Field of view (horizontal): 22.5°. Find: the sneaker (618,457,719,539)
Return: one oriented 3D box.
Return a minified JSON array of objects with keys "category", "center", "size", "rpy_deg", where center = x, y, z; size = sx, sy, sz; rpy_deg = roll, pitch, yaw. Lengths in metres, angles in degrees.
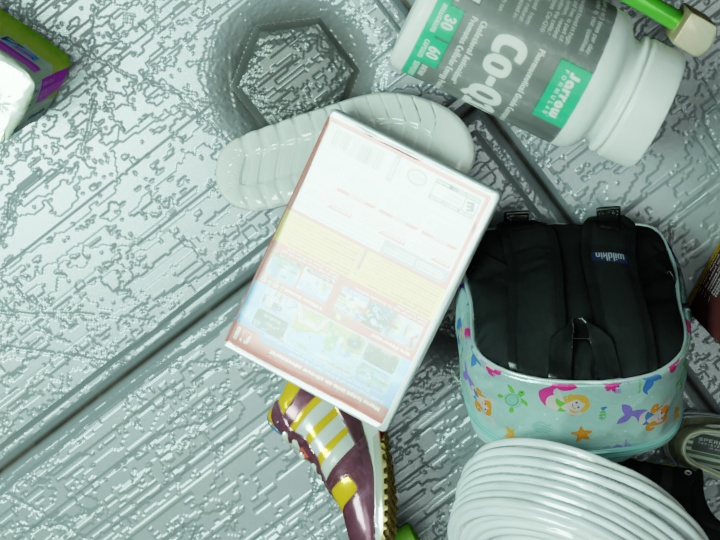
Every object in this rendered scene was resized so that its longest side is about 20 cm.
[{"category":"sneaker","center":[0.227,0.179,1.395],"size":[0.083,0.072,0.200],"rpy_deg":[-38,56,-14]}]

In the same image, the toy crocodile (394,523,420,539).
[{"category":"toy crocodile","center":[0.040,0.262,1.448],"size":[0.067,0.062,0.200],"rpy_deg":[-29,102,5]}]

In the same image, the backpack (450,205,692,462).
[{"category":"backpack","center":[0.156,0.061,1.342],"size":[0.177,0.200,0.151],"rpy_deg":[-1,119,0]}]

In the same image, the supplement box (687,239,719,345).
[{"category":"supplement box","center":[0.354,-0.011,1.325],"size":[0.133,0.200,0.198],"rpy_deg":[27,98,-3]}]

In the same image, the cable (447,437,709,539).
[{"category":"cable","center":[0.154,0.203,1.286],"size":[0.200,0.200,0.069],"rpy_deg":[29,59,4]}]

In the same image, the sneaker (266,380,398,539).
[{"category":"sneaker","center":[-0.024,0.134,1.399],"size":[0.090,0.075,0.200],"rpy_deg":[-9,70,4]}]

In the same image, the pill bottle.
[{"category":"pill bottle","center":[0.132,-0.162,1.348],"size":[0.200,0.113,0.113],"rpy_deg":[25,98,-3]}]

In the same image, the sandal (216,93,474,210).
[{"category":"sandal","center":[-0.011,-0.090,1.391],"size":[0.202,0.050,0.083],"rpy_deg":[-4,85,14]}]

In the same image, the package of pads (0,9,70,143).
[{"category":"package of pads","center":[-0.319,-0.175,1.331],"size":[0.200,0.155,0.068],"rpy_deg":[32,101,-5]}]

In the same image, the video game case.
[{"category":"video game case","center":[0.000,0.000,1.349],"size":[0.143,0.017,0.200],"rpy_deg":[27,101,10]}]

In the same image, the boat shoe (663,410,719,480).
[{"category":"boat shoe","center":[0.337,0.156,1.422],"size":[0.199,0.062,0.072],"rpy_deg":[8,99,-1]}]

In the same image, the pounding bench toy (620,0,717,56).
[{"category":"pounding bench toy","center":[0.188,-0.261,1.326],"size":[0.156,0.124,0.201],"rpy_deg":[2,99,0]}]
